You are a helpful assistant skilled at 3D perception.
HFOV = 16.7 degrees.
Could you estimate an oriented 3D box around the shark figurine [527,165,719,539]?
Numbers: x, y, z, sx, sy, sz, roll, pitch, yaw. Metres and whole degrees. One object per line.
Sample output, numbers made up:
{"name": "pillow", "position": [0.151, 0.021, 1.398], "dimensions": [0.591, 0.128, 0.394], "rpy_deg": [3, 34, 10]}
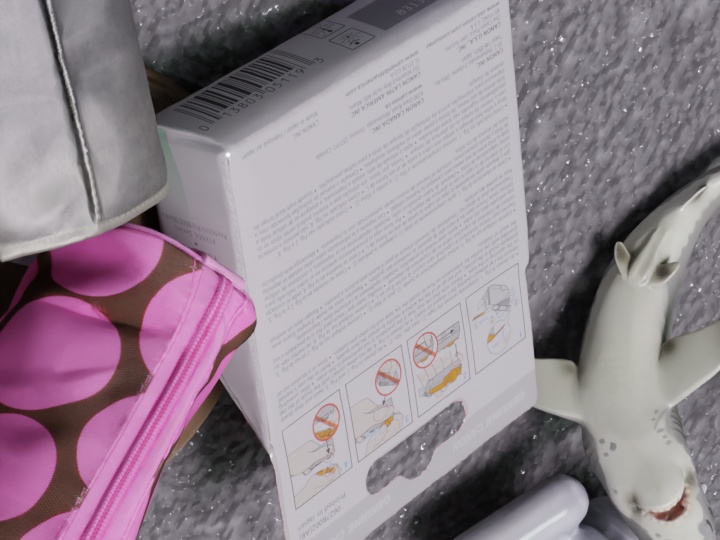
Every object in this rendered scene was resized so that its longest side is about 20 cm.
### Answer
{"name": "shark figurine", "position": [0.139, 0.021, 1.096], "dimensions": [0.215, 0.128, 0.090], "rpy_deg": [-65, 159, -14]}

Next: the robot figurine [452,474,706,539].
{"name": "robot figurine", "position": [0.092, 0.176, 1.097], "dimensions": [0.199, 0.113, 0.170], "rpy_deg": [-31, 118, -21]}

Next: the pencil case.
{"name": "pencil case", "position": [-0.102, 0.070, 0.824], "dimensions": [0.091, 0.094, 0.201], "rpy_deg": [39, 52, -21]}

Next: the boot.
{"name": "boot", "position": [-0.092, -0.116, 0.823], "dimensions": [0.181, 0.073, 0.201], "rpy_deg": [-19, 107, -12]}

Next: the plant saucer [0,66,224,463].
{"name": "plant saucer", "position": [-0.119, 0.017, 0.919], "dimensions": [0.199, 0.029, 0.201], "rpy_deg": [-16, 121, -29]}

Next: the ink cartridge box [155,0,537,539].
{"name": "ink cartridge box", "position": [0.000, 0.000, 0.964], "dimensions": [0.161, 0.050, 0.201], "rpy_deg": [-34, 132, -36]}
